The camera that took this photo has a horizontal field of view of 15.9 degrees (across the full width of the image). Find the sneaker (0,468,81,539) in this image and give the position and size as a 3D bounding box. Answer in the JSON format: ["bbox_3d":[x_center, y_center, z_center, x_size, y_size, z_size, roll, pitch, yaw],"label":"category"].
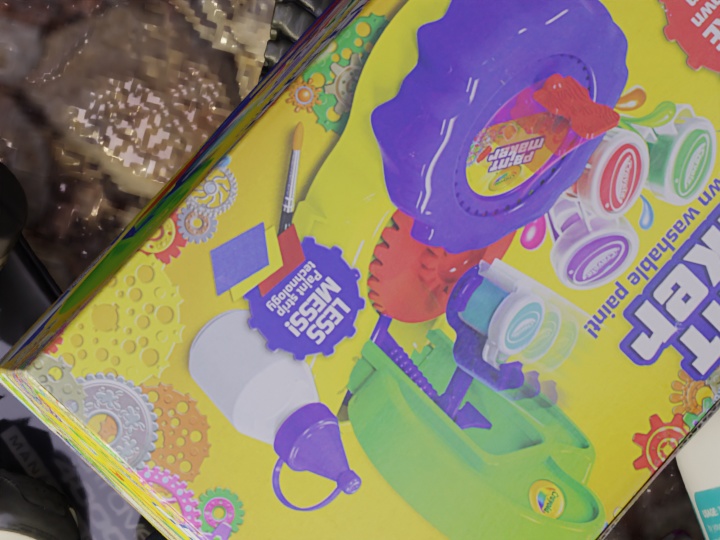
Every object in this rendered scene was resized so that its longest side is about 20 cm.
[{"bbox_3d":[-0.142,0.146,0.770,0.074,0.080,0.200,26,111,-27],"label":"sneaker"}]

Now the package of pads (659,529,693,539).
[{"bbox_3d":[0.084,0.192,0.797,0.120,0.076,0.201,-22,96,6],"label":"package of pads"}]

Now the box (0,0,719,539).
[{"bbox_3d":[0.021,-0.006,0.651,0.122,0.193,0.200,44,81,-6],"label":"box"}]

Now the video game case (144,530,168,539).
[{"bbox_3d":[-0.024,0.192,0.778,0.143,0.019,0.201,23,112,17],"label":"video game case"}]

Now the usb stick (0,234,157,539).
[{"bbox_3d":[-0.085,0.066,0.805,0.055,0.033,0.200,-35,95,-2],"label":"usb stick"}]

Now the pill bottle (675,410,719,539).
[{"bbox_3d":[0.161,0.082,0.759,0.110,0.111,0.201,-20,86,2],"label":"pill bottle"}]

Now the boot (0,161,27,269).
[{"bbox_3d":[-0.210,0.007,0.754,0.199,0.073,0.151,17,121,-8],"label":"boot"}]

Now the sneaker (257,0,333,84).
[{"bbox_3d":[0.000,0.000,0.775,0.085,0.078,0.201,12,96,-2],"label":"sneaker"}]
